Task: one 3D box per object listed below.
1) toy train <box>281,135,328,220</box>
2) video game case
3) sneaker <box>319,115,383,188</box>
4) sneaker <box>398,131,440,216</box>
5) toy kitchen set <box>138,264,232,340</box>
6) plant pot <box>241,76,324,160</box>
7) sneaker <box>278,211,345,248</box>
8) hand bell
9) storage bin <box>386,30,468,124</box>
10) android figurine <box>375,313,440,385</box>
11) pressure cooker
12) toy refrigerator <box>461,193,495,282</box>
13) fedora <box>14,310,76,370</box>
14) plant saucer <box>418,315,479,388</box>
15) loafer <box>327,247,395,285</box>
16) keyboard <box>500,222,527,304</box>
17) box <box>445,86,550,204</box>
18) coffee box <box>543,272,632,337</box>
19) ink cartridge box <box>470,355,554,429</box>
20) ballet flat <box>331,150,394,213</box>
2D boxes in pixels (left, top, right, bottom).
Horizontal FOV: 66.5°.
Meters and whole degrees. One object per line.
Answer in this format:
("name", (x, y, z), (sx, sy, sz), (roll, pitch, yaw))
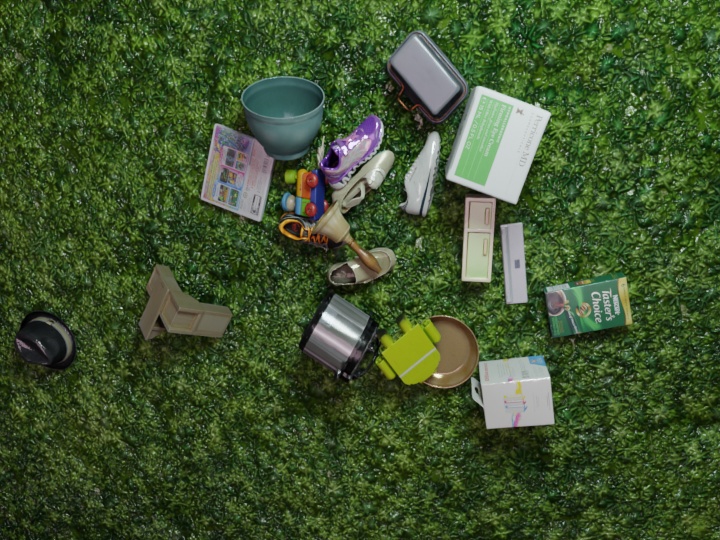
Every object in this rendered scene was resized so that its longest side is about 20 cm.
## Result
("toy train", (-0.142, -0.239, 1.389), (0.112, 0.084, 0.208), (10, 107, 21))
("video game case", (-0.320, -0.256, 1.443), (0.176, 0.024, 0.206), (20, 109, 5))
("sneaker", (-0.026, -0.294, 1.327), (0.201, 0.088, 0.081), (-48, 52, 13))
("sneaker", (0.147, -0.237, 1.337), (0.078, 0.076, 0.208), (16, 106, 15))
("toy kitchen set", (-0.506, 0.122, 1.557), (0.200, 0.177, 0.166), (45, 110, 38))
("plant pot", (-0.180, -0.354, 1.316), (0.192, 0.204, 0.137), (9, 135, 7))
("sneaker", (-0.124, -0.097, 1.421), (0.192, 0.077, 0.081), (10, 106, 6))
("hand bell", (-0.019, -0.067, 1.366), (0.199, 0.105, 0.104), (42, 108, -11))
("storage bin", (0.142, -0.434, 1.248), (0.145, 0.135, 0.201), (-42, 94, 18))
("android figurine", (0.129, 0.210, 1.414), (0.180, 0.041, 0.201), (-39, 115, 3))
("pressure cooker", (-0.045, 0.180, 1.429), (0.196, 0.179, 0.180), (30, 106, 1))
("toy refrigerator", (0.289, -0.080, 1.351), (0.073, 0.070, 0.208), (3, 105, 10))
("fedora", (-0.967, 0.226, 1.659), (0.192, 0.092, 0.209), (3, 106, 10))
("plant saucer", (0.218, 0.212, 1.462), (0.192, 0.035, 0.208), (3, 106, 11))
("loafer", (0.000, 0.000, 1.428), (0.194, 0.068, 0.078), (-20, 101, 15))
("keyboard", (0.387, -0.016, 1.383), (0.054, 0.011, 0.208), (-6, 104, 7))
("box", (0.296, -0.281, 1.226), (0.166, 0.200, 0.206), (19, 107, 2))
("coffee box", (0.561, 0.087, 1.359), (0.192, 0.044, 0.128), (-11, 103, 13))
("ink cartridge box", (0.385, 0.312, 1.411), (0.192, 0.129, 0.130), (-8, 104, 13))
("ballet flat", (0.012, -0.214, 1.365), (0.198, 0.070, 0.070), (-37, 96, 23))
